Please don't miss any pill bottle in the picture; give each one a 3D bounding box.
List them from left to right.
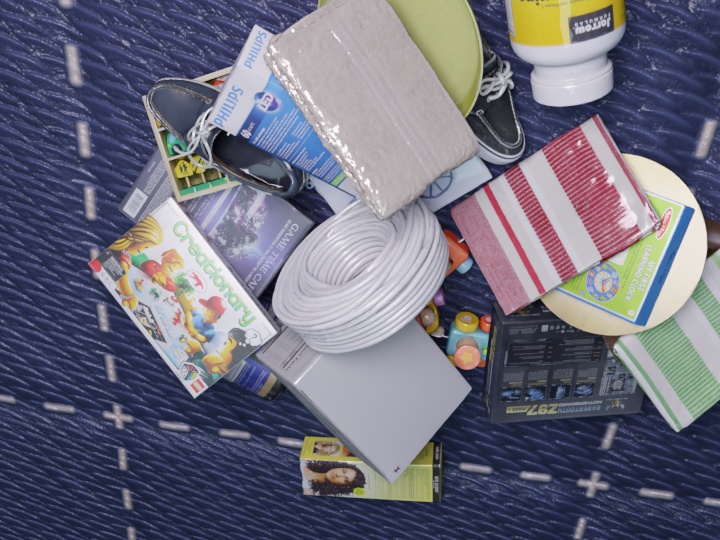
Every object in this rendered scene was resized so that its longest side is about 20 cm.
[{"bbox_3d":[-0.172,0.072,1.080,0.199,0.112,0.112,29,121,-9],"label":"pill bottle"},{"bbox_3d":[0.193,-0.266,0.817,0.111,0.112,0.201,-8,120,13],"label":"pill bottle"}]

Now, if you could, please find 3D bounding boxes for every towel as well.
[{"bbox_3d":[0.011,-0.160,0.806,0.132,0.034,0.201,-37,98,-18],"label":"towel"},{"bbox_3d":[0.212,-0.059,0.954,0.199,0.023,0.145,-33,74,24],"label":"towel"},{"bbox_3d":[0.398,0.072,0.971,0.200,0.023,0.153,-40,106,4],"label":"towel"}]

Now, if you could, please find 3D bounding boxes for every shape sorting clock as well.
[{"bbox_3d":[0.278,-0.028,0.951,0.199,0.039,0.202,0,91,29],"label":"shape sorting clock"}]

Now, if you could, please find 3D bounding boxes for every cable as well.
[{"bbox_3d":[0.000,0.000,0.930,0.199,0.200,0.069,-26,123,16],"label":"cable"}]

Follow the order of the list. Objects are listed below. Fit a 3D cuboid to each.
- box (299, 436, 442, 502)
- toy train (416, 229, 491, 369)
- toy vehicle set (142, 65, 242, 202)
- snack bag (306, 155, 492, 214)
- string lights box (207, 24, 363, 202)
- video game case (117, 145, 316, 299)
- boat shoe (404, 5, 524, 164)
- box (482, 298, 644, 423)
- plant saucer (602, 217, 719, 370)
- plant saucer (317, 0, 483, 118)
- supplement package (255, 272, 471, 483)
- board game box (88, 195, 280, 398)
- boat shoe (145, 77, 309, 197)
[{"bbox_3d":[0.017,0.282,1.220,0.199,0.050,0.076,0,122,8],"label":"box"},{"bbox_3d":[0.122,0.046,1.055,0.150,0.056,0.200,-37,110,27],"label":"toy train"},{"bbox_3d":[-0.131,-0.162,0.954,0.199,0.027,0.125,-15,103,14],"label":"toy vehicle set"},{"bbox_3d":[0.020,-0.137,0.976,0.188,0.021,0.200,-30,110,23],"label":"snack bag"},{"bbox_3d":[-0.042,-0.149,0.863,0.199,0.059,0.103,27,148,-15],"label":"string lights box"},{"bbox_3d":[-0.171,-0.066,1.012,0.200,0.019,0.143,38,109,-3],"label":"video game case"},{"bbox_3d":[0.122,-0.198,0.885,0.068,0.074,0.200,-4,122,58],"label":"boat shoe"},{"bbox_3d":[0.256,0.109,1.053,0.199,0.051,0.159,-3,122,-5],"label":"box"},{"bbox_3d":[0.375,0.039,0.987,0.199,0.032,0.202,-2,105,-8],"label":"plant saucer"},{"bbox_3d":[0.043,-0.228,0.853,0.199,0.031,0.201,26,136,28],"label":"plant saucer"},{"bbox_3d":[0.007,0.123,1.031,0.156,0.111,0.200,-47,121,-12],"label":"supplement package"},{"bbox_3d":[-0.203,0.031,0.999,0.126,0.035,0.200,-38,93,4],"label":"board game box"},{"bbox_3d":[-0.147,-0.140,0.915,0.200,0.062,0.075,36,109,-1],"label":"boat shoe"}]
